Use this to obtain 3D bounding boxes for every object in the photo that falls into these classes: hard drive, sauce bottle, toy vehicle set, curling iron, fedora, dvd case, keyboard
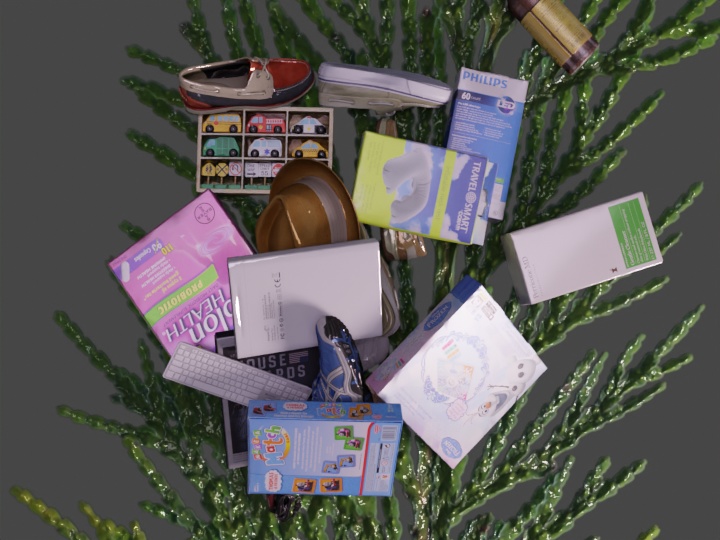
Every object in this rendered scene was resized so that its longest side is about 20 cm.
[{"bbox_3d":[-0.070,0.035,1.170,0.196,0.027,0.134,-8,111,-13],"label":"hard drive"},{"bbox_3d":[0.260,-0.376,1.300,0.065,0.065,0.200,-41,90,-3],"label":"sauce bottle"},{"bbox_3d":[-0.138,-0.172,1.302,0.196,0.027,0.127,1,88,-1],"label":"toy vehicle set"},{"bbox_3d":[-0.119,0.264,1.241,0.049,0.026,0.203,-9,115,1],"label":"curling iron"},{"bbox_3d":[-0.086,-0.049,1.220,0.081,0.199,0.204,-19,87,-45],"label":"fedora"},{"bbox_3d":[-0.119,0.169,1.233,0.147,0.025,0.204,-8,113,-14],"label":"dvd case"},{"bbox_3d":[-0.161,0.149,1.193,0.198,0.011,0.057,23,102,-23],"label":"keyboard"}]

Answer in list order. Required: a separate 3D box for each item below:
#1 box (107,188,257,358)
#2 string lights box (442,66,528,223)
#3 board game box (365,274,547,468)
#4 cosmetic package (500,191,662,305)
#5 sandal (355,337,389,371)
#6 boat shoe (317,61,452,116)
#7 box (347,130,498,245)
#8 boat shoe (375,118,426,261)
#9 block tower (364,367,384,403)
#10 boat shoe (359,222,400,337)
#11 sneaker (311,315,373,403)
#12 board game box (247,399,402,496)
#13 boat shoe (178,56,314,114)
[{"bbox_3d":[-0.220,0.023,1.257,0.175,0.097,0.201,-35,89,-3],"label":"box"},{"bbox_3d":[0.171,-0.179,1.292,0.101,0.059,0.204,12,87,-1],"label":"string lights box"},{"bbox_3d":[0.136,0.143,1.233,0.199,0.043,0.200,-46,124,-4],"label":"board game box"},{"bbox_3d":[0.310,-0.030,1.275,0.197,0.085,0.109,-19,89,-3],"label":"cosmetic package"},{"bbox_3d":[-0.056,0.128,1.282,0.199,0.050,0.084,-10,102,-14],"label":"sandal"},{"bbox_3d":[0.034,-0.257,1.297,0.196,0.072,0.063,10,112,3],"label":"boat shoe"},{"bbox_3d":[0.088,-0.110,1.228,0.196,0.048,0.124,11,94,-4],"label":"box"},{"bbox_3d":[0.063,-0.117,1.280,0.075,0.072,0.204,-5,97,11],"label":"boat shoe"},{"bbox_3d":[0.041,0.162,1.276,0.199,0.054,0.058,-39,88,-3],"label":"block tower"},{"bbox_3d":[0.000,0.000,1.275,0.074,0.068,0.203,-23,79,19],"label":"boat shoe"},{"bbox_3d":[-0.032,0.151,1.181,0.076,0.076,0.203,-10,118,8],"label":"sneaker"},{"bbox_3d":[-0.050,0.236,1.181,0.196,0.037,0.153,2,129,-6],"label":"board game box"},{"bbox_3d":[-0.160,-0.272,1.275,0.196,0.063,0.072,-11,60,-8],"label":"boat shoe"}]
